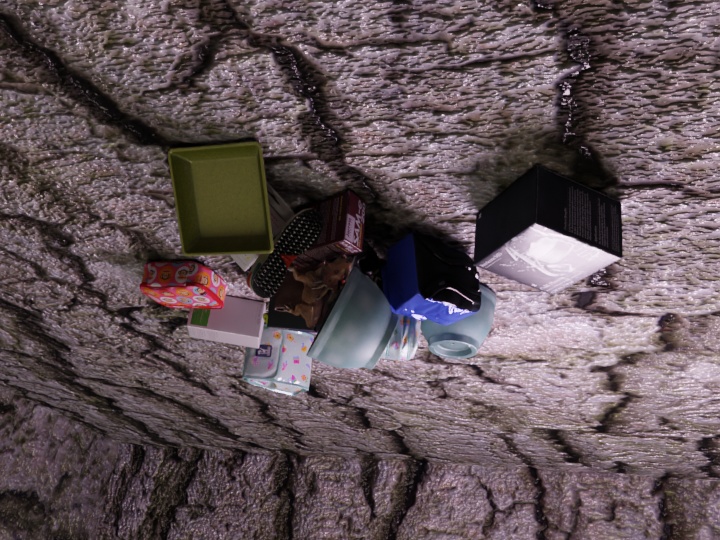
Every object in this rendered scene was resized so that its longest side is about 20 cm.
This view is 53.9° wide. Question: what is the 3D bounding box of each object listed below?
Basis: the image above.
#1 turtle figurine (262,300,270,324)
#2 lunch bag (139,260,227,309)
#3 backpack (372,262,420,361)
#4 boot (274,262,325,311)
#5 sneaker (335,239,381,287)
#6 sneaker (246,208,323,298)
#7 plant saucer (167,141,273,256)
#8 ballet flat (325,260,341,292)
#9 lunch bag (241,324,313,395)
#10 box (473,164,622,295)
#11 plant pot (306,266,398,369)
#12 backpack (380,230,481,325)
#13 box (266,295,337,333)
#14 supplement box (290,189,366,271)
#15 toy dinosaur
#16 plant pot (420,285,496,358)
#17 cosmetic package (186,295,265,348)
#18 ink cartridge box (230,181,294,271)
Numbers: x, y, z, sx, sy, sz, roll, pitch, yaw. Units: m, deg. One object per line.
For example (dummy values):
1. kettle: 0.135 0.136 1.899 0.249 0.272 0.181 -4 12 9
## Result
1. turtle figurine: -0.159 0.079 1.765 0.159 0.066 0.199 -17 164 -43
2. lunch bag: -0.443 0.045 1.806 0.195 0.084 0.177 0 156 18
3. backpack: 0.079 0.105 1.629 0.123 0.205 0.168 4 153 8
4. boot: -0.176 0.001 1.534 0.194 0.171 0.073 3 157 8
5. sneaker: 0.000 0.000 1.544 0.096 0.071 0.203 22 147 26
6. sneaker: -0.155 -0.042 1.371 0.070 0.202 0.093 41 168 -29
7. plant saucer: -0.253 -0.135 1.330 0.194 0.206 0.048 -1 -166 18
8. ballet flat: -0.070 0.021 1.652 0.066 0.074 0.201 4 152 10
9. lunch bag: -0.242 0.253 2.041 0.196 0.175 0.121 20 153 -29
10. box: 0.342 -0.068 1.309 0.192 0.127 0.200 20 151 -17
11. plant pot: -0.006 0.114 1.422 0.132 0.203 0.201 30 151 -2
12. backpack: 0.150 0.026 1.507 0.196 0.167 0.167 14 153 -32
13. box: -0.096 0.102 1.602 0.194 0.081 0.141 4 171 12
14. supplement box: -0.084 -0.077 1.425 0.197 0.112 0.060 -14 150 38
15. toy dinosaur: -0.086 0.056 1.404 0.084 0.205 0.135 -11 -149 -36
16. plant pot: 0.224 0.128 1.697 0.194 0.137 0.201 7 154 3
17. cosmetic package: -0.360 0.133 1.917 0.194 0.110 0.085 8 153 -3
18. ink cartridge box: -0.221 -0.095 1.423 0.115 0.068 0.200 47 146 -2
